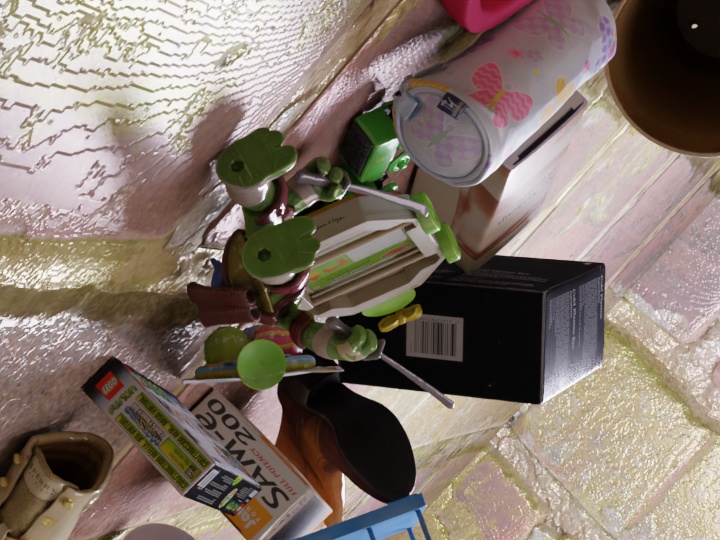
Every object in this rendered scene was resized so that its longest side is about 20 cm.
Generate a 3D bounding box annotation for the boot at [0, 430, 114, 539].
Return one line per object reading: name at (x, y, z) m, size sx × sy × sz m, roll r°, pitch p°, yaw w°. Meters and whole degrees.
boot at (-0.260, 0.195, 1.245) m, size 0.156 × 0.073 × 0.200 m, roll -52°, pitch 168°, yaw 25°

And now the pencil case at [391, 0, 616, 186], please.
pencil case at (0.108, -0.143, 1.312) m, size 0.200 × 0.091 × 0.083 m, roll -42°, pitch 158°, yaw -38°

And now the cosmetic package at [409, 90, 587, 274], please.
cosmetic package at (0.112, -0.093, 1.520) m, size 0.103 × 0.087 × 0.200 m, roll -42°, pitch 167°, yaw -21°

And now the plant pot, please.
plant pot at (0.336, -0.226, 1.695) m, size 0.187 × 0.186 × 0.200 m, roll -52°, pitch -179°, yaw 26°

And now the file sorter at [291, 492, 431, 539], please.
file sorter at (-0.022, 0.297, 1.594) m, size 0.199 × 0.123 × 0.139 m, roll -19°, pitch 167°, yaw -7°

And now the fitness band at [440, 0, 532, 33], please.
fitness band at (0.136, -0.242, 1.257) m, size 0.200 × 0.037 × 0.144 m, roll -37°, pitch 164°, yaw -31°

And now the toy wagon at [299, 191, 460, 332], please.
toy wagon at (0.000, 0.000, 1.401) m, size 0.155 × 0.040 × 0.200 m, roll -24°, pitch 157°, yaw 9°

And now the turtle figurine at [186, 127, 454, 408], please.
turtle figurine at (-0.021, -0.017, 1.205) m, size 0.194 × 0.199 × 0.144 m, roll 69°, pitch 36°, yaw -70°

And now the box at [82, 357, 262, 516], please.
box at (-0.139, 0.130, 1.355) m, size 0.035 × 0.110 × 0.200 m, roll -45°, pitch 167°, yaw -4°

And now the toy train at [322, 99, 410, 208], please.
toy train at (-0.004, -0.059, 1.369) m, size 0.056 × 0.042 × 0.200 m, roll -27°, pitch 159°, yaw -30°

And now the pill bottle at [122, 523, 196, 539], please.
pill bottle at (-0.221, 0.337, 1.712) m, size 0.113 × 0.113 × 0.200 m, roll -32°, pitch 160°, yaw -47°

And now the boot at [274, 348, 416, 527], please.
boot at (-0.024, 0.193, 1.687) m, size 0.068 × 0.188 × 0.200 m, roll -33°, pitch 151°, yaw -31°

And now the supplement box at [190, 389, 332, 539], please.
supplement box at (-0.100, 0.190, 1.621) m, size 0.074 × 0.126 × 0.200 m, roll -44°, pitch 168°, yaw -5°

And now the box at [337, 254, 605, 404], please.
box at (0.106, 0.048, 1.641) m, size 0.182 × 0.199 × 0.104 m, roll -19°, pitch 112°, yaw -63°

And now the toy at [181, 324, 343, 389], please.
toy at (-0.080, 0.063, 1.360) m, size 0.115 × 0.047 × 0.200 m, roll -4°, pitch -179°, yaw -6°
